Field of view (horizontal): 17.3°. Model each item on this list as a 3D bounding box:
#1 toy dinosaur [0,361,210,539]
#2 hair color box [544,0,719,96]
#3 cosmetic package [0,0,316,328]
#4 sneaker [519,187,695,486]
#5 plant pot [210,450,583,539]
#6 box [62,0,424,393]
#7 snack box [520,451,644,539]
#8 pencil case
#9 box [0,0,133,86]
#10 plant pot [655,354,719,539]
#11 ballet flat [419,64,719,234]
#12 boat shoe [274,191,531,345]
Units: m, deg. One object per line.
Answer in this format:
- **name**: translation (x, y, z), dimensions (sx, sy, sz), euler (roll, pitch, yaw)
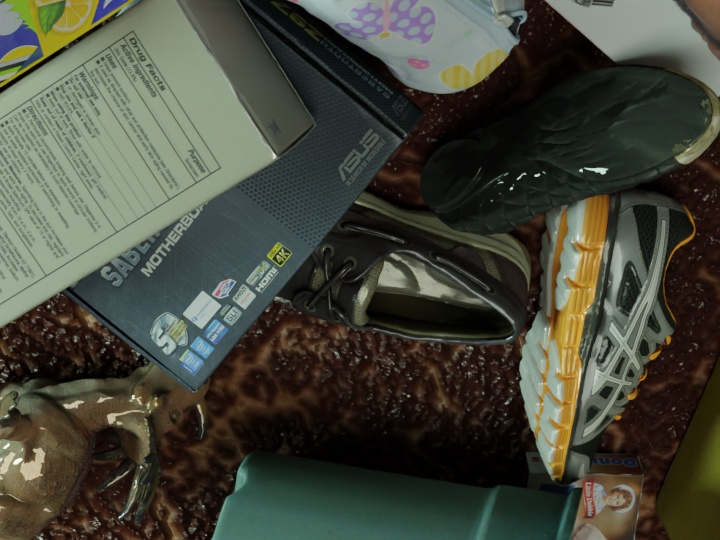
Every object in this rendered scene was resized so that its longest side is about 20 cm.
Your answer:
- **toy dinosaur**: translation (-0.186, 0.115, 1.374), dimensions (0.135, 0.086, 0.200), euler (34, 120, -30)
- **hair color box**: translation (0.136, -0.181, 1.214), dimensions (0.200, 0.064, 0.111), euler (37, 113, -25)
- **cosmetic package**: translation (-0.135, -0.060, 1.201), dimensions (0.200, 0.071, 0.105), euler (-28, 98, 22)
- **sneaker**: translation (0.140, 0.040, 1.352), dimensions (0.077, 0.078, 0.200), euler (-1, 125, -14)
- **plant pot**: translation (0.010, 0.199, 1.372), dimensions (0.196, 0.200, 0.201), euler (14, 122, 6)
- **box**: translation (-0.088, -0.057, 1.258), dimensions (0.158, 0.051, 0.200), euler (40, 113, -2)
- **snack box**: translation (0.129, 0.199, 1.482), dimensions (0.072, 0.024, 0.200), euler (2, 123, -3)
- **pencil case**: translation (0.000, -0.155, 1.162), dimensions (0.200, 0.091, 0.083), euler (27, 95, -50)
- **box**: translation (-0.138, -0.163, 1.147), dimensions (0.200, 0.064, 0.070), euler (-37, 126, -22)
- **plant pot**: translation (0.305, 0.144, 1.356), dimensions (0.195, 0.200, 0.195), euler (11, 121, -12)
- **ballet flat**: translation (0.114, -0.064, 1.258), dimensions (0.057, 0.067, 0.200), euler (14, 160, -41)
- **boat shoe**: translation (0.000, 0.000, 1.319), dimensions (0.200, 0.065, 0.072), euler (11, 124, -10)
